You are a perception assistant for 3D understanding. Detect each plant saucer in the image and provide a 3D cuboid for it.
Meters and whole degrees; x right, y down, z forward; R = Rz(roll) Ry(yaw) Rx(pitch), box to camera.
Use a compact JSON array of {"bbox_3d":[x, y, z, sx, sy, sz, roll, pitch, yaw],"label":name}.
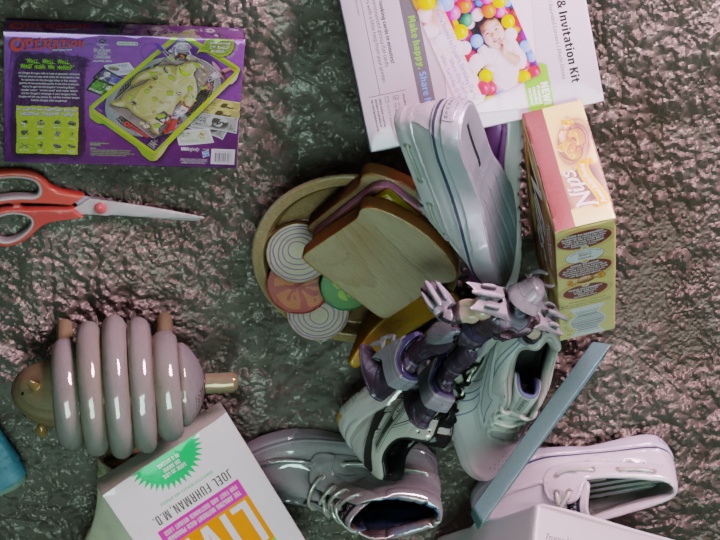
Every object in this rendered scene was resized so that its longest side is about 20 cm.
[{"bbox_3d":[0.162,0.149,1.761,0.019,0.070,0.201,35,81,9],"label":"plant saucer"}]

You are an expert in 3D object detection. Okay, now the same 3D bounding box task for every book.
[{"bbox_3d":[-0.134,0.234,1.762,0.133,0.048,0.201,-32,116,-4],"label":"book"}]

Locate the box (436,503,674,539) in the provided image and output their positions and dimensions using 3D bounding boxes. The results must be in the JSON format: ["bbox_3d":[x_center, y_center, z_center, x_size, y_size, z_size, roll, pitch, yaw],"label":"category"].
[{"bbox_3d":[0.191,0.317,1.808,0.198,0.132,0.199,17,157,-22],"label":"box"}]

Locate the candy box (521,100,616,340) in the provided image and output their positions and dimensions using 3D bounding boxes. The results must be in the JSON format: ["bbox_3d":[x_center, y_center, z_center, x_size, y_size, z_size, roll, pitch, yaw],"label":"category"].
[{"bbox_3d":[0.176,-0.038,1.623,0.055,0.116,0.200,-13,152,0],"label":"candy box"}]

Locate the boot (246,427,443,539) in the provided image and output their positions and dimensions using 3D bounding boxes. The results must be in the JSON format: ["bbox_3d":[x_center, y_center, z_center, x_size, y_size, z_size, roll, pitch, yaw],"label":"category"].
[{"bbox_3d":[-0.021,0.202,1.795,0.198,0.096,0.074,-2,120,-6],"label":"boot"}]

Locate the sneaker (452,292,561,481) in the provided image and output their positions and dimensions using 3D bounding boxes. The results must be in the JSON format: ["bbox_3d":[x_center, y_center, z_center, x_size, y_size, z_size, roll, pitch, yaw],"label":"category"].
[{"bbox_3d":[0.132,0.114,1.770,0.074,0.087,0.202,7,120,-13],"label":"sneaker"}]

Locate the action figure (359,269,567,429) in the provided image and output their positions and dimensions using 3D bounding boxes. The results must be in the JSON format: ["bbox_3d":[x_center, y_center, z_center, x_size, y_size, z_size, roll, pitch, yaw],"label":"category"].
[{"bbox_3d":[0.087,0.052,1.624,0.129,0.070,0.200,25,133,-32],"label":"action figure"}]

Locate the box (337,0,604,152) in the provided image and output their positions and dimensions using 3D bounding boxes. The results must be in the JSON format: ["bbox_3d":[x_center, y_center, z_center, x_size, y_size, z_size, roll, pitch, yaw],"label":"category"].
[{"bbox_3d":[0.088,-0.194,1.583,0.198,0.041,0.158,-12,98,-1],"label":"box"}]

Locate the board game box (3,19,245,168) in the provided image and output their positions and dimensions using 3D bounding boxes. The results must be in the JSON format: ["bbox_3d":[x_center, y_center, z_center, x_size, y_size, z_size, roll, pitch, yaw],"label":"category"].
[{"bbox_3d":[-0.198,-0.146,1.612,0.198,0.032,0.121,2,124,-9],"label":"board game box"}]

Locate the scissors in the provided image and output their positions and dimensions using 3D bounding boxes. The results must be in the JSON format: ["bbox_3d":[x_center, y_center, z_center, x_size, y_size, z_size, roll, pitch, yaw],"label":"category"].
[{"bbox_3d":[-0.236,-0.061,1.663,0.198,0.014,0.074,-6,119,-2],"label":"scissors"}]

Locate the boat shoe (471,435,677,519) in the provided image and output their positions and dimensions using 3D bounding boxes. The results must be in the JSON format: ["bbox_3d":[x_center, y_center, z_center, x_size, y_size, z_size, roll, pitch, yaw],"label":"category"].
[{"bbox_3d":[0.204,0.208,1.836,0.198,0.067,0.074,-18,121,3],"label":"boat shoe"}]

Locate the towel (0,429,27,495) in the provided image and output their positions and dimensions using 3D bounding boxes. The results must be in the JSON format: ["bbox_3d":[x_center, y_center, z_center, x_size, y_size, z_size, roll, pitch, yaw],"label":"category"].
[{"bbox_3d":[-0.410,0.144,1.757,0.146,0.022,0.201,-24,118,6],"label":"towel"}]

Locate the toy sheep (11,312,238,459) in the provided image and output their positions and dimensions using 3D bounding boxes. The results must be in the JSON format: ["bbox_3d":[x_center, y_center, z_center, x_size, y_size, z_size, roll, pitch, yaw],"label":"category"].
[{"bbox_3d":[-0.206,0.099,1.691,0.198,0.138,0.139,-7,121,-3],"label":"toy sheep"}]

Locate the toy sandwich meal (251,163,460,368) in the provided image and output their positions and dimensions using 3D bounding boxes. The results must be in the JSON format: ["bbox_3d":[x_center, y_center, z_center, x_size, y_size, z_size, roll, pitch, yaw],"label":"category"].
[{"bbox_3d":[0.000,0.000,1.675,0.203,0.071,0.207,2,129,3],"label":"toy sandwich meal"}]

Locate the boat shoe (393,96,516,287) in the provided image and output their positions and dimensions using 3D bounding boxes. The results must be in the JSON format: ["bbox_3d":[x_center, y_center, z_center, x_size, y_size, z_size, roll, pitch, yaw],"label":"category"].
[{"bbox_3d":[0.079,-0.067,1.584,0.066,0.074,0.201,6,137,25],"label":"boat shoe"}]

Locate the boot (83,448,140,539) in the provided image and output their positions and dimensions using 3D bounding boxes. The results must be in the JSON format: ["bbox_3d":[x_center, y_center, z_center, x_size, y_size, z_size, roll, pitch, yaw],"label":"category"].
[{"bbox_3d":[-0.161,0.243,1.818,0.198,0.072,0.156,8,116,-12],"label":"boot"}]

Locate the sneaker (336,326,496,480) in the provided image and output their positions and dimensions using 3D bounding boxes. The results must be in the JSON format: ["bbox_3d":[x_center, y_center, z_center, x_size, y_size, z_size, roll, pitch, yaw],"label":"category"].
[{"bbox_3d":[0.070,0.113,1.748,0.200,0.088,0.075,-44,152,25],"label":"sneaker"}]

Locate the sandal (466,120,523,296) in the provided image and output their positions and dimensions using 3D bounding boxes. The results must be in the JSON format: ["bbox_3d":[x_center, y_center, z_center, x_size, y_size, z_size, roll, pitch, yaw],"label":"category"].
[{"bbox_3d":[0.102,-0.065,1.666,0.049,0.082,0.205,-8,110,-25],"label":"sandal"}]
